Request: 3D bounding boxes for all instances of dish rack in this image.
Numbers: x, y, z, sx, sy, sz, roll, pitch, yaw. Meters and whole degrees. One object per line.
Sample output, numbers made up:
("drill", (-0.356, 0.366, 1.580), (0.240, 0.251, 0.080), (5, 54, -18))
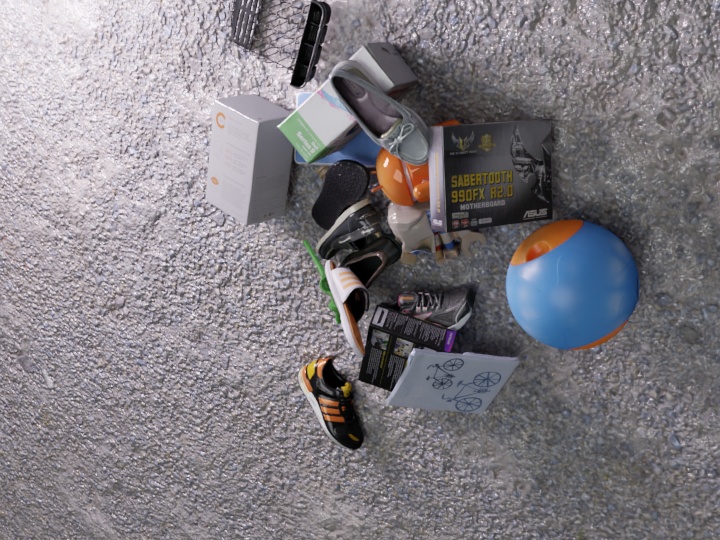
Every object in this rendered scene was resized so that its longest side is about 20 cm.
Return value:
("dish rack", (-0.149, -0.424, 1.489), (0.199, 0.055, 0.154), (29, 121, 16))

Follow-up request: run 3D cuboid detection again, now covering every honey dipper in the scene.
("honey dipper", (-0.005, -0.111, 1.555), (0.038, 0.038, 0.200), (-39, 91, 35))

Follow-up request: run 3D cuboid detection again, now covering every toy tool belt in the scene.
("toy tool belt", (0.150, -0.073, 1.446), (0.199, 0.125, 0.123), (-10, 125, 15))

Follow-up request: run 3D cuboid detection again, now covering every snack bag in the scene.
("snack bag", (0.156, 0.196, 1.513), (0.199, 0.021, 0.189), (6, 141, -13))

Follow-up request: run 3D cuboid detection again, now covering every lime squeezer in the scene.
("lime squeezer", (-0.055, 0.033, 1.603), (0.038, 0.071, 0.201), (-22, 122, 1))

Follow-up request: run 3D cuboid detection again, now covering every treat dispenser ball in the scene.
("treat dispenser ball", (0.326, 0.022, 1.327), (0.200, 0.201, 0.202), (11, 116, 25))

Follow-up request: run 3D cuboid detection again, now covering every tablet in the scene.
("tablet", (-0.027, -0.248, 1.506), (0.199, 0.014, 0.131), (6, 99, 26))

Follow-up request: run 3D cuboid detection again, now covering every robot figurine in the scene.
("robot figurine", (0.112, -0.173, 1.393), (0.199, 0.117, 0.144), (-16, 73, 7))

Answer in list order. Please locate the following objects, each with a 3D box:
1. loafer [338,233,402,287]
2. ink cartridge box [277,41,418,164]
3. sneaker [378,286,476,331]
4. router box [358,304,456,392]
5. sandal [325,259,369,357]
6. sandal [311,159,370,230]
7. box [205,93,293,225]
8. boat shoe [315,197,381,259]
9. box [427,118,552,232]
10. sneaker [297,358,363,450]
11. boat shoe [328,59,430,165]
("loafer", (0.000, 0.000, 1.566), (0.072, 0.063, 0.200), (47, 135, -1))
("ink cartridge box", (-0.018, -0.276, 1.404), (0.200, 0.145, 0.088), (-40, 91, 24))
("sneaker", (0.109, 0.071, 1.524), (0.200, 0.081, 0.086), (-25, 128, 34))
("router box", (0.080, 0.157, 1.552), (0.149, 0.051, 0.200), (19, 144, 6))
("sandal", (-0.008, 0.062, 1.501), (0.059, 0.207, 0.079), (-24, 141, 5))
("sandal", (-0.033, -0.140, 1.512), (0.075, 0.045, 0.200), (48, 147, 4))
("box", (-0.201, -0.204, 1.570), (0.124, 0.097, 0.201), (31, 124, 32))
("boat shoe", (-0.024, -0.057, 1.538), (0.068, 0.072, 0.200), (52, 148, 2))
("box", (0.202, -0.148, 1.319), (0.048, 0.199, 0.159), (-160, 65, -63))
("sneaker", (-0.043, 0.266, 1.717), (0.090, 0.070, 0.201), (-32, 92, 38))
("boat shoe", (0.031, -0.230, 1.292), (0.074, 0.065, 0.202), (-38, 104, 25))
